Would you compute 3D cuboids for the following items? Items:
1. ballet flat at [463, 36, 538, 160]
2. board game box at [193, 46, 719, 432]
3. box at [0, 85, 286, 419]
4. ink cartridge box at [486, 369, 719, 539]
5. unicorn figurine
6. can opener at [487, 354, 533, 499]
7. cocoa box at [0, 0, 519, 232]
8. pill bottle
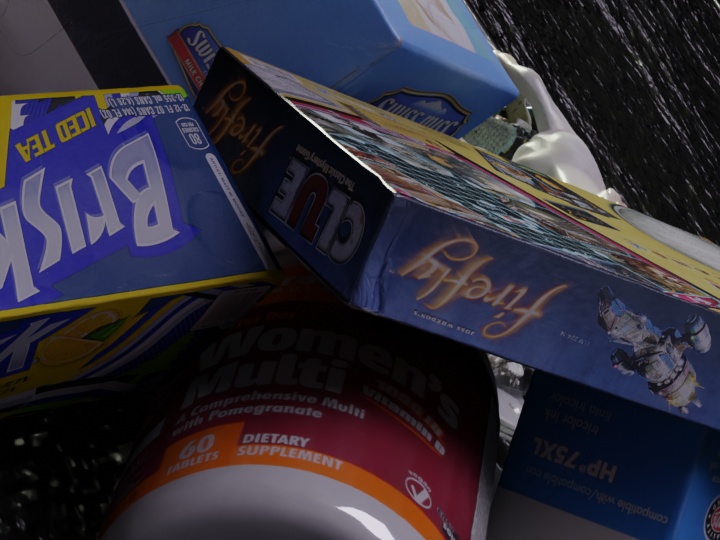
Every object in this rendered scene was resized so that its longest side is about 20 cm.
[{"bbox_3d":[0.020,-0.085,1.104,0.200,0.074,0.074,34,29,-50],"label":"ballet flat"},{"bbox_3d":[0.057,-0.001,0.768,0.200,0.035,0.135,20,12,-30],"label":"board game box"},{"bbox_3d":[-0.115,0.000,0.662,0.200,0.064,0.070,-9,64,-51],"label":"box"},{"bbox_3d":[0.078,0.140,0.814,0.067,0.200,0.116,19,0,34],"label":"ink cartridge box"},{"bbox_3d":[0.072,-0.021,1.034,0.137,0.074,0.200,50,1,41],"label":"unicorn figurine"},{"bbox_3d":[0.000,0.000,0.970,0.200,0.066,0.053,55,18,25],"label":"can opener"},{"bbox_3d":[-0.062,-0.113,0.885,0.200,0.131,0.133,59,15,14],"label":"cocoa box"},{"bbox_3d":[-0.014,0.061,0.771,0.110,0.109,0.200,47,23,-16],"label":"pill bottle"}]
